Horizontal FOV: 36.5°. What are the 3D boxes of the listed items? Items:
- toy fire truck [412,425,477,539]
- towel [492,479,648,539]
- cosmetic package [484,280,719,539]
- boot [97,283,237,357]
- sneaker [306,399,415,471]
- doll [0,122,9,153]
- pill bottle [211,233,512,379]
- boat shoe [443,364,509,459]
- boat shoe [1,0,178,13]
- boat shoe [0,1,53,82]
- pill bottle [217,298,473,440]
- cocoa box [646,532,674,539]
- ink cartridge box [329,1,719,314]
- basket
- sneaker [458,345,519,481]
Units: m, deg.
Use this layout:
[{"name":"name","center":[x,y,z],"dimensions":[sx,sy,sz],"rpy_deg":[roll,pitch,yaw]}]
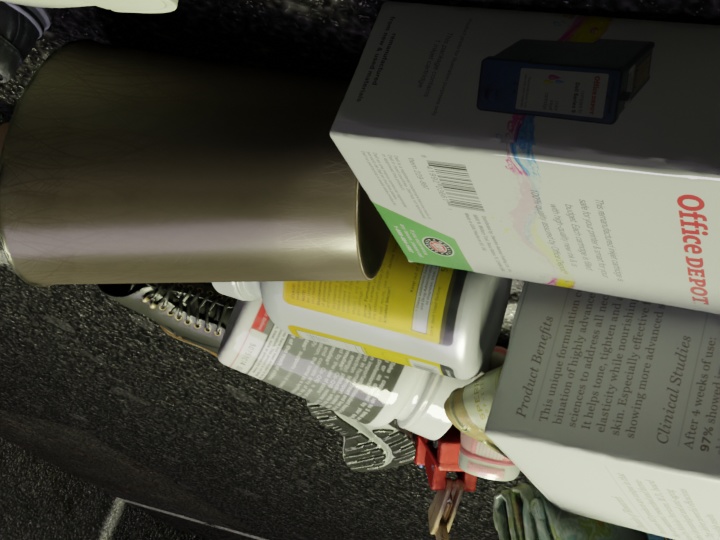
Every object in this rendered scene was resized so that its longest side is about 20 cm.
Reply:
[{"name":"toy fire truck","center":[0.087,0.223,1.097],"dimensions":[0.048,0.142,0.200],"rpy_deg":[4,-172,-9]},{"name":"towel","center":[0.174,0.240,0.770],"dimensions":[0.048,0.172,0.199],"rpy_deg":[-32,145,31]},{"name":"cosmetic package","center":[0.209,0.065,0.652],"dimensions":[0.199,0.168,0.166],"rpy_deg":[8,157,32]},{"name":"boot","center":[-0.148,0.040,1.022],"dimensions":[0.199,0.078,0.138],"rpy_deg":[6,163,33]},{"name":"sneaker","center":[0.005,0.138,1.133],"dimensions":[0.078,0.091,0.200],"rpy_deg":[-15,138,11]},{"name":"doll","center":[-0.273,-0.064,0.946],"dimensions":[0.136,0.049,0.200],"rpy_deg":[3,160,21]},{"name":"pill bottle","center":[0.000,0.000,0.763],"dimensions":[0.199,0.113,0.112],"rpy_deg":[14,158,17]},{"name":"boat shoe","center":[0.132,0.121,0.799],"dimensions":[0.063,0.074,0.200],"rpy_deg":[-19,151,25]},{"name":"boat shoe","center":[-0.174,-0.177,0.579],"dimensions":[0.199,0.062,0.073],"rpy_deg":[12,-177,29]},{"name":"boat shoe","center":[-0.288,-0.177,0.653],"dimensions":[0.199,0.071,0.072],"rpy_deg":[22,159,-4]},{"name":"pill bottle","center":[-0.009,0.063,0.921],"dimensions":[0.199,0.114,0.114],"rpy_deg":[24,159,-8]},{"name":"cocoa box","center":[0.299,0.216,0.804],"dimensions":[0.131,0.134,0.200],"rpy_deg":[-22,138,19]},{"name":"ink cartridge box","center":[0.107,-0.056,0.565],"dimensions":[0.199,0.088,0.145],"rpy_deg":[12,158,26]},{"name":"basket","center":[-0.084,-0.060,0.655],"dimensions":[0.199,0.181,0.137],"rpy_deg":[5,130,12]},{"name":"sneaker","center":[0.131,0.117,1.005],"dimensions":[0.075,0.105,0.200],"rpy_deg":[8,-173,9]}]
